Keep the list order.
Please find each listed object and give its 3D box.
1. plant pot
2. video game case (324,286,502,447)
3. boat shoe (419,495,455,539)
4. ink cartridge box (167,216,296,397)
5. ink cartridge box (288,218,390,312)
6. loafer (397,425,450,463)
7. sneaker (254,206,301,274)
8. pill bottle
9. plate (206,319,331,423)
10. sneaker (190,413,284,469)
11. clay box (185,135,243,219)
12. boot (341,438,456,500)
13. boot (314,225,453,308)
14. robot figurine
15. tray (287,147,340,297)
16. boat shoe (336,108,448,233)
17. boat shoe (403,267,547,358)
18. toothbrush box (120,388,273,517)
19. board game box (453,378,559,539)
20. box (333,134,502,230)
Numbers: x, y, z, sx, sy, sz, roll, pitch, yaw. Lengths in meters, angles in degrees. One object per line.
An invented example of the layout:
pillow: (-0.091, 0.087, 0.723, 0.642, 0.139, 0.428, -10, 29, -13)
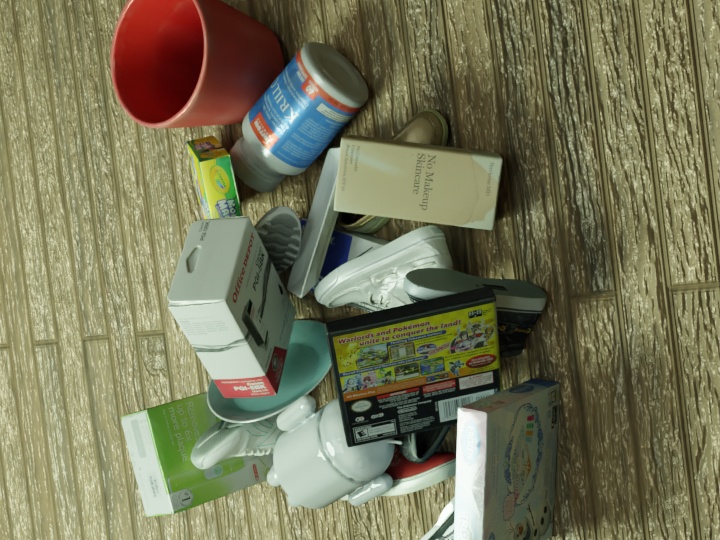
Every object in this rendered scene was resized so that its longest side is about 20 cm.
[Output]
plant pot: (-0.213, -0.283, 1.529, 0.199, 0.176, 0.203, -2, 87, 39)
video game case: (0.067, 0.116, 1.314, 0.198, 0.026, 0.182, -12, 126, -4)
boat shoe: (0.112, 0.364, 1.456, 0.060, 0.075, 0.201, 45, 117, 27)
ink cartridge box: (-0.162, 0.049, 1.457, 0.082, 0.201, 0.148, -4, 49, 17)
ink cartridge box: (0.000, 0.000, 1.509, 0.199, 0.044, 0.095, 20, 104, 31)
loafer: (0.105, 0.148, 1.413, 0.068, 0.070, 0.202, 22, 85, -9)
sneaker: (-0.136, -0.029, 1.547, 0.201, 0.074, 0.083, 122, 152, -46)
pill bottle: (-0.090, -0.200, 1.507, 0.200, 0.112, 0.113, -46, 71, 28)
plate: (-0.118, 0.143, 1.536, 0.198, 0.201, 0.026, -4, 129, 33)
sneaker: (-0.144, 0.227, 1.543, 0.070, 0.200, 0.081, -6, 110, 50)
clay box: (-0.199, -0.112, 1.542, 0.200, 0.047, 0.116, -132, 31, -70)
boot: (0.036, 0.225, 1.497, 0.199, 0.072, 0.146, -15, 85, 37)
boot: (0.032, 0.027, 1.419, 0.199, 0.073, 0.096, -29, 71, 29)
robot figurine: (-0.035, 0.234, 1.443, 0.170, 0.113, 0.199, 45, 127, -14)
tray: (-0.051, -0.063, 1.475, 0.107, 0.022, 0.202, -160, 87, -75)
boat shoe: (0.040, -0.124, 1.456, 0.074, 0.066, 0.201, 45, 117, 21)
boat shoe: (0.132, 0.057, 1.347, 0.071, 0.198, 0.092, 49, 126, 55)
toothbrush box: (-0.218, 0.247, 1.579, 0.086, 0.199, 0.147, -20, 84, 49)
board game box: (0.175, 0.245, 1.328, 0.043, 0.198, 0.202, 6, 98, 32)
box: (0.071, -0.110, 1.380, 0.198, 0.078, 0.096, 6, 100, 3)
